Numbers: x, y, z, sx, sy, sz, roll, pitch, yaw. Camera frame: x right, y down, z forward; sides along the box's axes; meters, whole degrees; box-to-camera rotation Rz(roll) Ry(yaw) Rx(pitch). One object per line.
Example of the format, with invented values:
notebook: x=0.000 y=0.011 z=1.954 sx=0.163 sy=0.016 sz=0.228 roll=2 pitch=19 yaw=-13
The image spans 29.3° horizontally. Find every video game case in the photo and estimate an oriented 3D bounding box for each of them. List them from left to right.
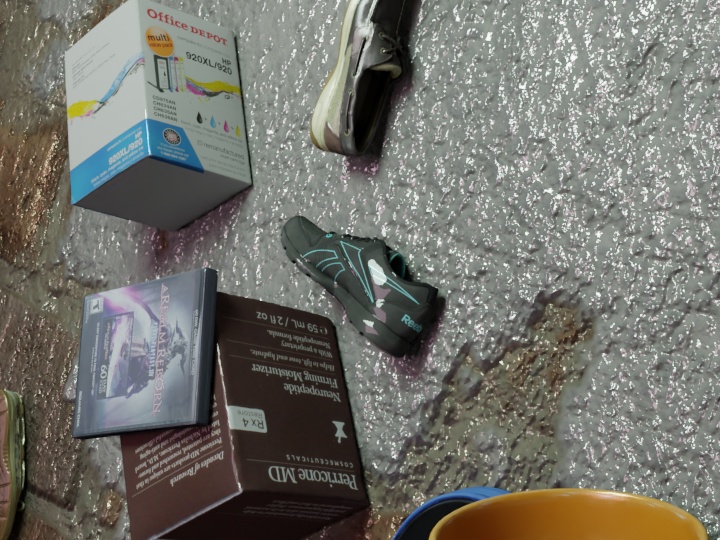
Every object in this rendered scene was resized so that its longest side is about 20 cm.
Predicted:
video game case: x=-0.206 y=0.082 z=1.300 sx=0.200 sy=0.019 sz=0.143 roll=-13 pitch=70 yaw=46

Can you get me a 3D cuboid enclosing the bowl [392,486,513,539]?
bowl: x=0.092 y=0.283 z=1.164 sx=0.200 sy=0.039 sz=0.201 roll=-14 pitch=70 yaw=43

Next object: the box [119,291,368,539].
box: x=-0.119 y=0.153 z=1.325 sx=0.164 sy=0.166 sz=0.201 roll=-32 pitch=58 yaw=35

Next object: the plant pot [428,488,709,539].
plant pot: x=0.154 y=0.278 z=1.003 sx=0.200 sy=0.200 sz=0.184 roll=6 pitch=103 yaw=47

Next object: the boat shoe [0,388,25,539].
boat shoe: x=-0.449 y=0.249 z=1.727 sx=0.073 sy=0.063 sz=0.201 roll=1 pitch=82 yaw=20

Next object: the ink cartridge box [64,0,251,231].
ink cartridge box: x=-0.229 y=-0.173 z=1.538 sx=0.144 sy=0.147 sz=0.201 roll=-27 pitch=62 yaw=38

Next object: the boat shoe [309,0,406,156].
boat shoe: x=0.014 y=-0.206 z=1.360 sx=0.065 sy=0.073 sz=0.201 roll=24 pitch=101 yaw=35

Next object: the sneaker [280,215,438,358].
sneaker: x=0.000 y=0.000 z=1.323 sx=0.079 sy=0.075 sz=0.200 roll=-52 pitch=55 yaw=8
